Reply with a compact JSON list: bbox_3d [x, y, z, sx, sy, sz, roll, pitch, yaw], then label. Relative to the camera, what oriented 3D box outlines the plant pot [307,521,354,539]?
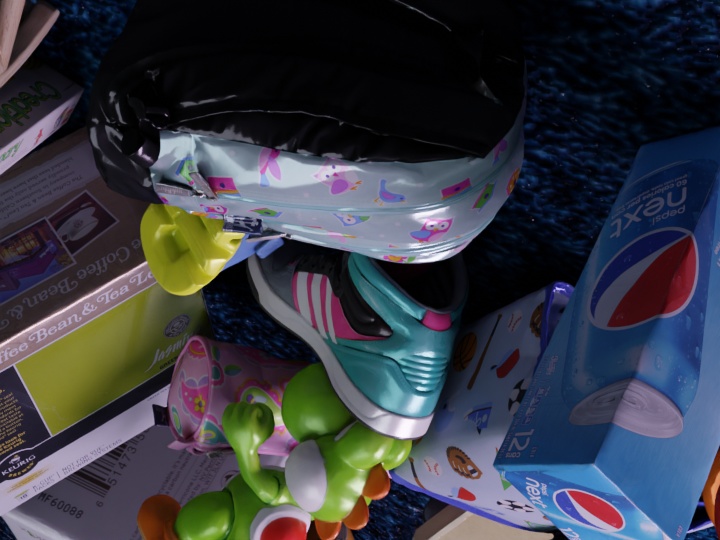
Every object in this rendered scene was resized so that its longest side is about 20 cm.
[{"bbox_3d":[-0.069,0.323,1.320,0.200,0.200,0.184,17,133,22],"label":"plant pot"}]

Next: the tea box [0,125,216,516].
[{"bbox_3d":[-0.223,0.037,0.940,0.134,0.200,0.197,50,161,28],"label":"tea box"}]

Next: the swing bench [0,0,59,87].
[{"bbox_3d":[-0.278,-0.199,0.724,0.199,0.130,0.200,30,152,-2],"label":"swing bench"}]

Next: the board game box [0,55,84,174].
[{"bbox_3d":[-0.262,-0.107,0.806,0.126,0.200,0.035,32,114,-5],"label":"board game box"}]

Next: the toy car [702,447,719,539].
[{"bbox_3d":[0.247,0.098,0.688,0.175,0.150,0.200,28,151,4],"label":"toy car"}]

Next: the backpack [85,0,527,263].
[{"bbox_3d":[-0.015,-0.087,0.655,0.199,0.167,0.127,12,155,7],"label":"backpack"}]

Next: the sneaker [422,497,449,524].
[{"bbox_3d":[0.140,0.179,1.016,0.199,0.075,0.088,3,133,22],"label":"sneaker"}]

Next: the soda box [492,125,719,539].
[{"bbox_3d":[0.141,0.028,0.623,0.068,0.200,0.064,44,148,-25],"label":"soda box"}]

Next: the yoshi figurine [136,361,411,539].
[{"bbox_3d":[-0.053,0.131,0.880,0.200,0.112,0.112,-35,93,26],"label":"yoshi figurine"}]

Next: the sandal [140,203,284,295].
[{"bbox_3d":[-0.052,-0.057,0.805,0.200,0.087,0.080,-31,82,41],"label":"sandal"}]

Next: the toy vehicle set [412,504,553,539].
[{"bbox_3d":[0.149,0.236,0.993,0.200,0.027,0.124,38,132,-9],"label":"toy vehicle set"}]

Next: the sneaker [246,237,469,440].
[{"bbox_3d":[0.000,0.000,0.840,0.083,0.121,0.200,3,-149,-40],"label":"sneaker"}]

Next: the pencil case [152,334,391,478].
[{"bbox_3d":[-0.043,0.103,0.956,0.200,0.088,0.087,11,161,-27],"label":"pencil case"}]

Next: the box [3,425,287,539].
[{"bbox_3d":[-0.167,0.194,1.155,0.200,0.199,0.171,23,151,12],"label":"box"}]

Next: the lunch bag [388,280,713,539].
[{"bbox_3d":[0.146,0.113,0.845,0.200,0.124,0.170,25,155,-22],"label":"lunch bag"}]
